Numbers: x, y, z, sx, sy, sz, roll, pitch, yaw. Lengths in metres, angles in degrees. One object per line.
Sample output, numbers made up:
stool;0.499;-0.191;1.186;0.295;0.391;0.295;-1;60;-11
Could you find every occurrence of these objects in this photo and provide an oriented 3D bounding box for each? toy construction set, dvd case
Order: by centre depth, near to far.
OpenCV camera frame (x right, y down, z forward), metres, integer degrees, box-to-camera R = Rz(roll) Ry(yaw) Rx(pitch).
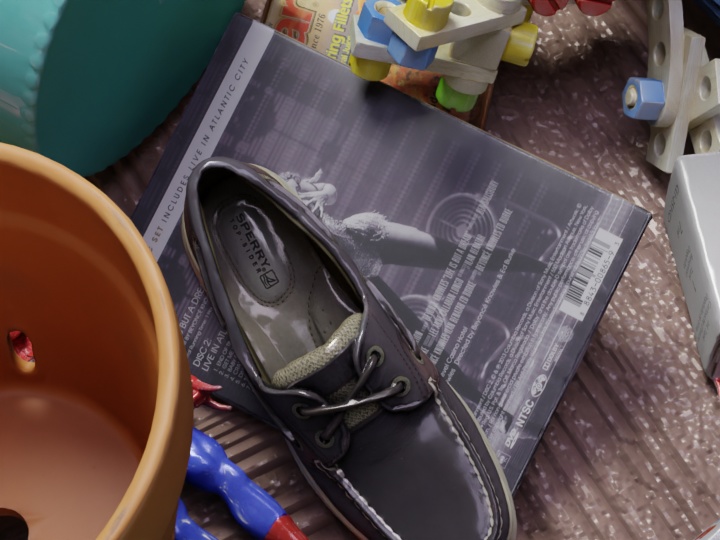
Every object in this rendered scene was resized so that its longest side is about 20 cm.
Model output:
dvd case;0.000;0.000;0.895;0.199;0.016;0.150;27;87;13
toy construction set;0.083;-0.114;0.922;0.199;0.092;0.132;15;35;-30

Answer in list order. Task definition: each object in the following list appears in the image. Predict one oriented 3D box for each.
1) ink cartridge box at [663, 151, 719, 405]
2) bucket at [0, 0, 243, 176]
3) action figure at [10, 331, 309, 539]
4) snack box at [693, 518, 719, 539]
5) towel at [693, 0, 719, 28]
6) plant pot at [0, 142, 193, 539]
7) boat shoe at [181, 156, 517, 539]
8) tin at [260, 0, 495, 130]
ink cartridge box;0.244;0.024;0.907;0.198;0.045;0.177;-6;57;-5
bucket;-0.133;-0.148;0.908;0.134;0.208;0.207;33;63;13
action figure;-0.086;0.072;0.867;0.200;0.052;0.065;37;69;21
snack box;0.184;0.110;0.843;0.199;0.024;0.072;-36;86;-17
towel;0.200;-0.149;0.962;0.112;0.048;0.200;-43;46;13
plant pot;-0.147;0.074;0.768;0.198;0.140;0.202;-4;60;7
boat shoe;-0.011;0.039;0.849;0.072;0.065;0.201;-34;77;4
tin;0.006;-0.092;0.976;0.111;0.042;0.201;14;59;2
